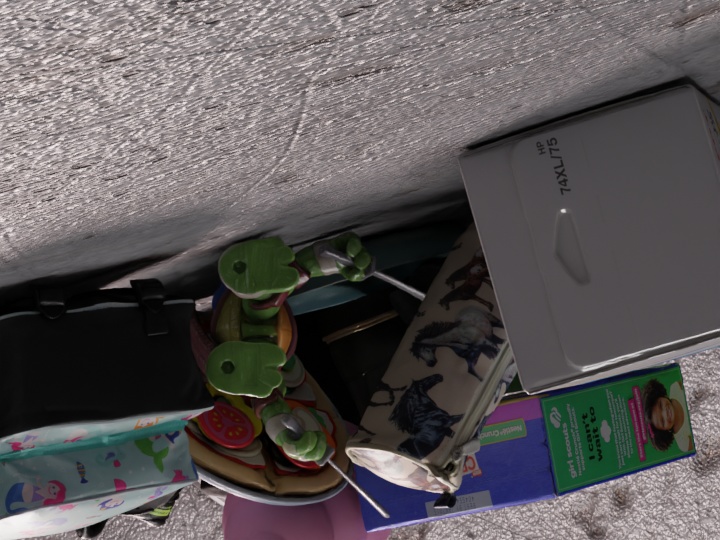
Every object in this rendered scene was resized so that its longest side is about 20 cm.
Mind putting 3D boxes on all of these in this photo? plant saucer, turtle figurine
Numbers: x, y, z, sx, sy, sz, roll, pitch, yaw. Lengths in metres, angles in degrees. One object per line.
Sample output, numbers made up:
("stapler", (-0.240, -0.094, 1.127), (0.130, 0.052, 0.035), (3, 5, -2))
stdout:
("plant saucer", (0.000, 0.000, 1.798), (0.200, 0.028, 0.200), (-17, 175, -2))
("turtle figurine", (-0.027, 0.046, 1.596), (0.144, 0.200, 0.194), (-50, 168, 1))

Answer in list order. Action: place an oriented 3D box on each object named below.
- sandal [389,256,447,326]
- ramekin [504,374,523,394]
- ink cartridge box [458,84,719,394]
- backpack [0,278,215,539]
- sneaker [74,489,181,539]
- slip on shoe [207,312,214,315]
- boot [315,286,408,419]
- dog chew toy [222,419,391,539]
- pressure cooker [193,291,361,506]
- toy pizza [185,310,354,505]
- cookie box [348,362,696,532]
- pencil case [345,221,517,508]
("sandal", (0.070, 0.016, 1.744), (0.048, 0.075, 0.200), (-40, -172, -13))
("ramekin", (0.182, 0.023, 1.796), (0.199, 0.098, 0.200), (-13, 178, 0))
("ink cartridge box", (0.163, -0.016, 1.456), (0.146, 0.147, 0.200), (-17, 175, 14))
("backpack", (-0.204, 0.091, 1.516), (0.177, 0.151, 0.200), (-6, 176, -39))
("sneaker", (-0.150, 0.149, 1.841), (0.199, 0.083, 0.071), (-27, 170, 27))
("slip on shoe", (-0.164, 0.059, 1.769), (0.200, 0.061, 0.074), (-1, -160, -46))
("boot", (0.075, 0.072, 1.884), (0.199, 0.139, 0.077), (-17, 176, -17))
("dog chew toy", (-0.044, 0.179, 1.752), (0.124, 0.125, 0.200), (-17, -174, 14))
("pressure cooker", (-0.064, 0.111, 1.970), (0.178, 0.176, 0.200), (-32, -176, -26))
("toy pizza", (-0.087, 0.087, 1.697), (0.200, 0.200, 0.032), (-9, 139, -54))
("cookie box", (0.119, 0.126, 1.736), (0.171, 0.075, 0.200), (-14, 177, 36))
("pencil case", (0.072, 0.054, 1.591), (0.089, 0.200, 0.078), (17, 160, 37))
